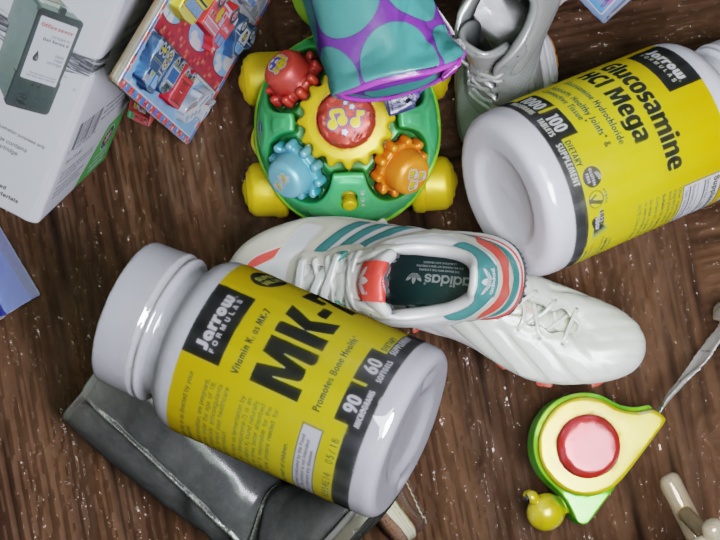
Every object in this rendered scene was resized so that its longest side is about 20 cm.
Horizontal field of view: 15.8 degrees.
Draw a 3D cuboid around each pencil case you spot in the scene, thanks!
[{"bbox_3d":[0.003,-0.203,1.634,0.092,0.085,0.201,-11,79,-15],"label":"pencil case"}]

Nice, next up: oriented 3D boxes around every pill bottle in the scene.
[{"bbox_3d":[0.175,-0.081,1.688,0.200,0.112,0.113,-23,86,-23],"label":"pill bottle"},{"bbox_3d":[-0.057,0.063,1.600,0.200,0.114,0.115,23,87,14],"label":"pill bottle"}]

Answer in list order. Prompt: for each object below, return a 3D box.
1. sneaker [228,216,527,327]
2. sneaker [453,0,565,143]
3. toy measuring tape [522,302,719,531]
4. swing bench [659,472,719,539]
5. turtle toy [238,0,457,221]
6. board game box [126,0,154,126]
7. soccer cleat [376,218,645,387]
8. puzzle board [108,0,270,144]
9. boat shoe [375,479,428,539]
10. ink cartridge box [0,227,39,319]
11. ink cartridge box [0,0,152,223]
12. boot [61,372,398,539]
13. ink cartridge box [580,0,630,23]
[{"bbox_3d":[0.000,0.000,1.641,0.199,0.093,0.071,2,90,17],"label":"sneaker"},{"bbox_3d":[0.085,-0.143,1.680,0.076,0.200,0.092,28,45,17],"label":"sneaker"},{"bbox_3d":[0.168,0.085,1.722,0.074,0.074,0.200,37,83,3],"label":"toy measuring tape"},{"bbox_3d":[0.165,0.269,1.658,0.199,0.130,0.200,-26,103,-1],"label":"swing bench"},{"bbox_3d":[-0.010,-0.119,1.717,0.145,0.101,0.201,-3,87,0],"label":"turtle toy"},{"bbox_3d":[-0.106,-0.195,1.665,0.019,0.200,0.103,24,46,5],"label":"board game box"},{"bbox_3d":[0.090,0.022,1.699,0.199,0.078,0.069,17,55,11],"label":"soccer cleat"},{"bbox_3d":[-0.095,-0.164,1.672,0.017,0.200,0.151,30,88,11],"label":"puzzle board"},{"bbox_3d":[0.001,0.080,1.721,0.075,0.075,0.203,-29,86,-7],"label":"boat shoe"},{"bbox_3d":[-0.326,0.026,1.744,0.200,0.039,0.100,-33,86,-2],"label":"ink cartridge box"},{"bbox_3d":[-0.186,-0.152,1.664,0.084,0.146,0.200,26,113,4],"label":"ink cartridge box"},{"bbox_3d":[-0.087,0.118,1.689,0.200,0.073,0.182,52,130,5],"label":"boot"},{"bbox_3d":[0.142,-0.279,1.707,0.200,0.076,0.136,48,47,2],"label":"ink cartridge box"}]
